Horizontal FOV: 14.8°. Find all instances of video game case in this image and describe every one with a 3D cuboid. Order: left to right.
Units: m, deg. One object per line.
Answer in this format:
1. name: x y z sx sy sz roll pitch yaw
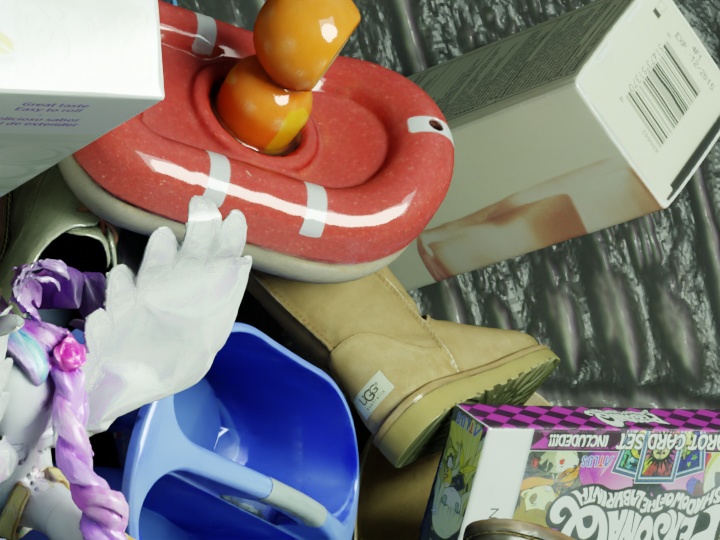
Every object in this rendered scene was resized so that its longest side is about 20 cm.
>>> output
1. video game case: 0.113 0.156 1.405 0.199 0.036 0.182 4 110 -34

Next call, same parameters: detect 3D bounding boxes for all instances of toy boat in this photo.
1. toy boat: -0.041 -0.083 1.311 0.199 0.131 0.131 16 43 -26

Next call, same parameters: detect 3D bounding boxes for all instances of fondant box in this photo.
1. fondant box: -0.186 -0.076 1.137 0.144 0.200 0.059 1 78 -28

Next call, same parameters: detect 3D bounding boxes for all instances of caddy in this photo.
1. caddy: -0.069 0.102 1.290 0.200 0.105 0.142 34 66 -57

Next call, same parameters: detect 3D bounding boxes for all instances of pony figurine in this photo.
1. pony figurine: -0.142 0.052 1.158 0.166 0.200 0.194 -25 138 -37

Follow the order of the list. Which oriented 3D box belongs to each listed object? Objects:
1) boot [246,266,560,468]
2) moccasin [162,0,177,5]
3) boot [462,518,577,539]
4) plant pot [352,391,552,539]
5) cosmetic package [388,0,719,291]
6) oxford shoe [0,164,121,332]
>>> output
1. boot: 0.000 0.000 1.424 0.200 0.066 0.175 49 20 15
2. moccasin: -0.174 -0.147 1.349 0.200 0.080 0.069 -1 72 -58
3. boot: 0.101 0.203 1.326 0.200 0.074 0.097 49 46 -39
4. plant pot: 0.063 0.152 1.476 0.199 0.027 0.201 17 65 -39
5. cosmetic package: 0.086 -0.068 1.468 0.087 0.200 0.103 53 50 -18
6. oxford shoe: -0.135 -0.019 1.333 0.071 0.074 0.201 33 57 -31
